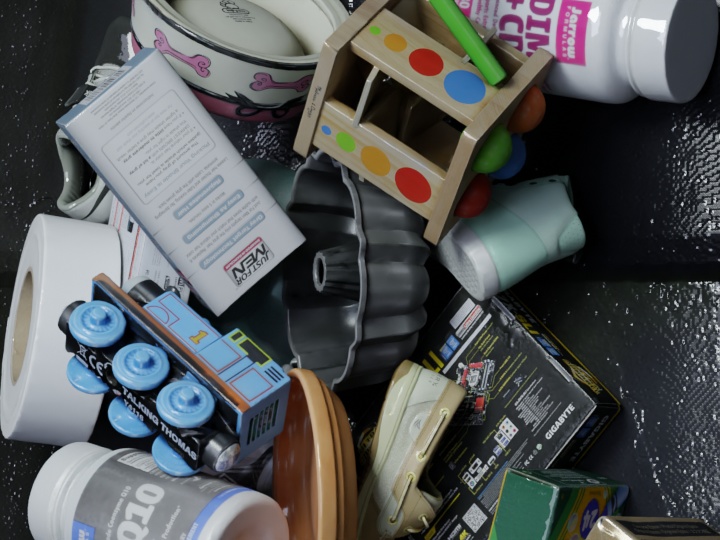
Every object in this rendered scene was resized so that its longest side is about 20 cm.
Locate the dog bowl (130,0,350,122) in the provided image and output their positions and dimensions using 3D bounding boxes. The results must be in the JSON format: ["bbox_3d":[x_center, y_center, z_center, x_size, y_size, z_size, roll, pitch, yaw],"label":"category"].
[{"bbox_3d":[-0.108,-0.203,1.715,0.200,0.199,0.074,43,128,28],"label":"dog bowl"}]

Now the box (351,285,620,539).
[{"bbox_3d":[0.092,0.130,1.629,0.160,0.049,0.201,47,110,30],"label":"box"}]

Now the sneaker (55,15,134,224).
[{"bbox_3d":[-0.235,-0.140,1.848,0.074,0.088,0.202,4,86,34],"label":"sneaker"}]

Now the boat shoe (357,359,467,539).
[{"bbox_3d":[0.033,0.175,1.594,0.066,0.074,0.202,17,103,8],"label":"boat shoe"}]

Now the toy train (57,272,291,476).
[{"bbox_3d":[-0.151,0.079,1.607,0.200,0.114,0.087,39,141,25],"label":"toy train"}]

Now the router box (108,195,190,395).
[{"bbox_3d":[-0.188,-0.002,1.760,0.179,0.048,0.202,-153,74,-72],"label":"router box"}]

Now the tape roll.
[{"bbox_3d":[-0.268,0.054,1.784,0.202,0.070,0.205,-172,90,-73],"label":"tape roll"}]

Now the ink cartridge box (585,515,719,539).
[{"bbox_3d":[0.192,0.281,1.479,0.075,0.164,0.201,36,104,32],"label":"ink cartridge box"}]

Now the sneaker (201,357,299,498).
[{"bbox_3d":[-0.124,0.144,1.732,0.198,0.075,0.116,-12,73,5],"label":"sneaker"}]

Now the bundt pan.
[{"bbox_3d":[0.000,0.000,1.645,0.202,0.075,0.204,179,90,-70],"label":"bundt pan"}]

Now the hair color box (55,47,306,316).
[{"bbox_3d":[-0.145,-0.073,1.638,0.099,0.061,0.201,-40,106,-8],"label":"hair color box"}]

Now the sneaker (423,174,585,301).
[{"bbox_3d":[0.108,-0.053,1.638,0.201,0.117,0.074,-127,21,-50],"label":"sneaker"}]

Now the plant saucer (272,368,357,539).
[{"bbox_3d":[-0.036,0.178,1.586,0.200,0.037,0.202,179,90,-77],"label":"plant saucer"}]

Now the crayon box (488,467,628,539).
[{"bbox_3d":[0.136,0.255,1.542,0.051,0.125,0.202,17,95,32],"label":"crayon box"}]

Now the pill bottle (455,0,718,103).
[{"bbox_3d":[0.170,-0.192,1.571,0.199,0.113,0.115,12,92,33],"label":"pill bottle"}]

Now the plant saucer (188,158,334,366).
[{"bbox_3d":[-0.112,-0.001,1.781,0.199,0.039,0.203,-3,84,33],"label":"plant saucer"}]

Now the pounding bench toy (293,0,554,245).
[{"bbox_3d":[0.063,-0.147,1.515,0.155,0.124,0.201,34,142,12],"label":"pounding bench toy"}]

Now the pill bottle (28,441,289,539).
[{"bbox_3d":[-0.165,0.208,1.612,0.199,0.113,0.115,14,93,35],"label":"pill bottle"}]
